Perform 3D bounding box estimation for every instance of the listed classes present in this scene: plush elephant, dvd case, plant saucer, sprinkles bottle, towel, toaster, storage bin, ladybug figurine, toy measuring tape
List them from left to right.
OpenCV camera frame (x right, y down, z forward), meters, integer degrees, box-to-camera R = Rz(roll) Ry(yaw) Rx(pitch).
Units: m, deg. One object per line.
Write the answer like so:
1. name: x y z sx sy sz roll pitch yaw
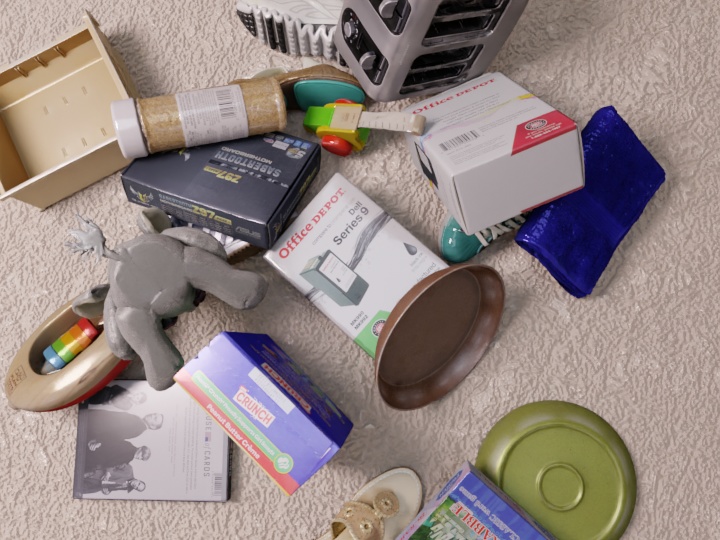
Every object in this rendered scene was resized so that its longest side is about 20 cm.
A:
1. storage bin: -0.401 -0.213 0.821 0.200 0.094 0.199 -28 82 -1
2. ladybug figurine: -0.347 0.102 0.770 0.200 0.072 0.136 -41 51 -12
3. plush elephant: -0.233 0.013 0.697 0.200 0.155 0.165 41 82 -13
4. dvd case: -0.263 0.215 0.787 0.199 0.025 0.151 0 82 3
5. sprinkles bottle: -0.193 -0.186 0.748 0.199 0.068 0.068 -13 81 -14
6. toy measuring tape: 0.008 -0.180 0.786 0.200 0.074 0.074 13 82 36
7. toaster: 0.086 -0.308 0.725 0.200 0.181 0.119 -18 73 -23
8. plant saucer: 0.088 0.074 0.721 0.200 0.200 0.034 -49 50 -4
9. plant saucer: 0.240 0.261 0.750 0.199 0.031 0.201 -1 81 4
10. towel: 0.287 -0.078 0.750 0.148 0.050 0.200 35 85 -33

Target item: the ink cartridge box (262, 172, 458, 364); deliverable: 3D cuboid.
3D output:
1. ink cartridge box: 0.000 0.000 0.772 0.200 0.084 0.146 41 87 8

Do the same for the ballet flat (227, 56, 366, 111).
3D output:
1. ballet flat: -0.092 -0.248 0.831 0.199 0.068 0.073 -10 62 6

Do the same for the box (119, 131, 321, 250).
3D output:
1. box: -0.170 -0.124 0.776 0.199 0.051 0.158 19 54 10

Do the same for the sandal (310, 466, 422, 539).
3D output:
1. sandal: -0.009 0.322 0.735 0.212 0.070 0.078 -37 82 -2

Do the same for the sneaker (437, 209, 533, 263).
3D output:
1. sneaker: 0.181 -0.083 0.766 0.200 0.080 0.071 -47 123 -4

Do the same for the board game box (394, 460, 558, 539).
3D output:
1. board game box: 0.135 0.364 0.715 0.200 0.041 0.200 40 95 4

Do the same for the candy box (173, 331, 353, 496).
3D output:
1. candy box: -0.096 0.151 0.698 0.169 0.200 0.077 44 86 8

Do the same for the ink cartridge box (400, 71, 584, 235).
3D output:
1. ink cartridge box: 0.148 -0.147 0.731 0.145 0.200 0.083 -23 125 0

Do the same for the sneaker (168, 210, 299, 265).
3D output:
1. sneaker: -0.185 -0.060 0.799 0.200 0.070 0.109 -27 83 2

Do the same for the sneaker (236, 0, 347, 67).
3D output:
1. sneaker: -0.067 -0.337 0.836 0.199 0.075 0.081 14 75 -3
